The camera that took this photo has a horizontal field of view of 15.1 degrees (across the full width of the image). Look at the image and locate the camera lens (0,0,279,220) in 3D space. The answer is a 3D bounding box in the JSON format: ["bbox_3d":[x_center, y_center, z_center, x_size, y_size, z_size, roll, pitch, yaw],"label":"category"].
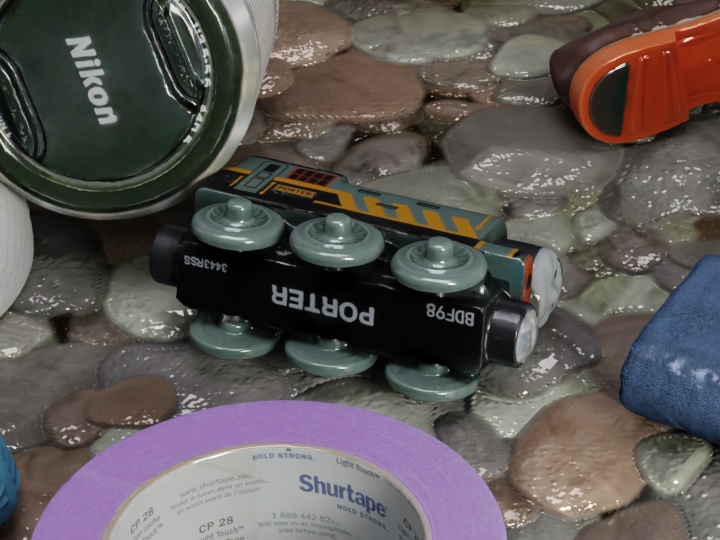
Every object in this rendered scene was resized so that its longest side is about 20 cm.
[{"bbox_3d":[-0.125,-0.127,1.414,0.159,0.161,0.200,0,20,4],"label":"camera lens"}]

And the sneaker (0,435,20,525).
[{"bbox_3d":[-0.239,0.066,1.251,0.199,0.076,0.081,35,88,24],"label":"sneaker"}]

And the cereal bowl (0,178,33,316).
[{"bbox_3d":[-0.268,-0.032,1.382,0.198,0.084,0.201,-2,33,2],"label":"cereal bowl"}]

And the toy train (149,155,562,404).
[{"bbox_3d":[0.000,0.000,1.321,0.199,0.086,0.114,12,27,20],"label":"toy train"}]

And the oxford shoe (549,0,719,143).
[{"bbox_3d":[0.199,-0.130,1.503,0.198,0.072,0.073,-13,31,-14],"label":"oxford shoe"}]

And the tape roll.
[{"bbox_3d":[-0.037,0.139,1.131,0.198,0.066,0.201,-2,34,1],"label":"tape roll"}]

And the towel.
[{"bbox_3d":[0.225,0.060,1.242,0.199,0.049,0.112,20,40,28],"label":"towel"}]
